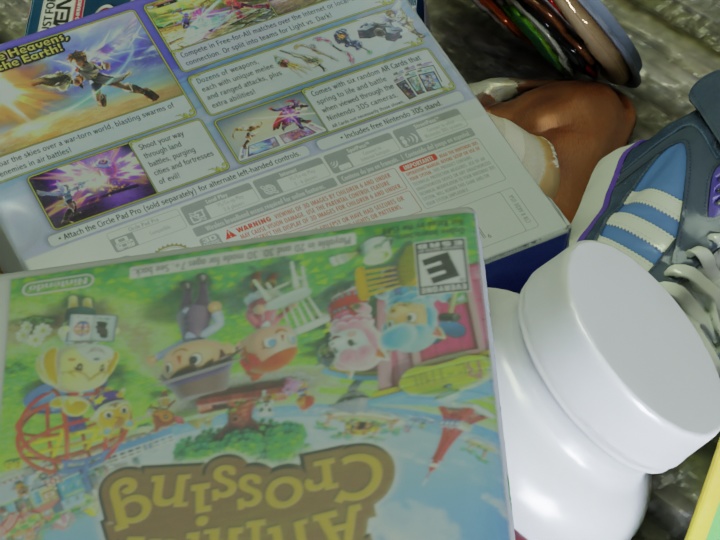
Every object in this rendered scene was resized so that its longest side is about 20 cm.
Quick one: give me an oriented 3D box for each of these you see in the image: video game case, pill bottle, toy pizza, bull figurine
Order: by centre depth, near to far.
[{"bbox_3d":[-0.051,0.062,0.768,0.199,0.022,0.182,-8,47,5],"label":"video game case"},{"bbox_3d":[0.034,0.080,0.857,0.200,0.113,0.113,-40,35,28],"label":"pill bottle"},{"bbox_3d":[-0.048,-0.036,0.909,0.200,0.045,0.181,-21,58,-18],"label":"video game case"},{"bbox_3d":[0.064,-0.017,1.078,0.121,0.065,0.200,8,47,23],"label":"bull figurine"},{"bbox_3d":[0.060,-0.155,1.140,0.032,0.200,0.200,-46,48,1],"label":"toy pizza"}]

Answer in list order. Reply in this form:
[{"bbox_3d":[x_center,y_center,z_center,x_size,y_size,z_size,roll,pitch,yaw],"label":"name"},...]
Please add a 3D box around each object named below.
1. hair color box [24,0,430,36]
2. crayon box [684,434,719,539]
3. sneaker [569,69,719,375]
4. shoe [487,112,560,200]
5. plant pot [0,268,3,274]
[{"bbox_3d":[-0.063,-0.102,1.170,0.199,0.100,0.061,-6,43,6],"label":"hair color box"},{"bbox_3d":[0.150,0.168,0.804,0.119,0.058,0.200,20,73,11],"label":"crayon box"},{"bbox_3d":[0.161,-0.005,0.985,0.146,0.081,0.200,-18,33,33],"label":"sneaker"},{"bbox_3d":[0.000,0.000,1.016,0.200,0.053,0.070,-43,46,20],"label":"shoe"},{"bbox_3d":[-0.215,0.021,1.017,0.200,0.187,0.187,-21,44,-7],"label":"plant pot"}]
